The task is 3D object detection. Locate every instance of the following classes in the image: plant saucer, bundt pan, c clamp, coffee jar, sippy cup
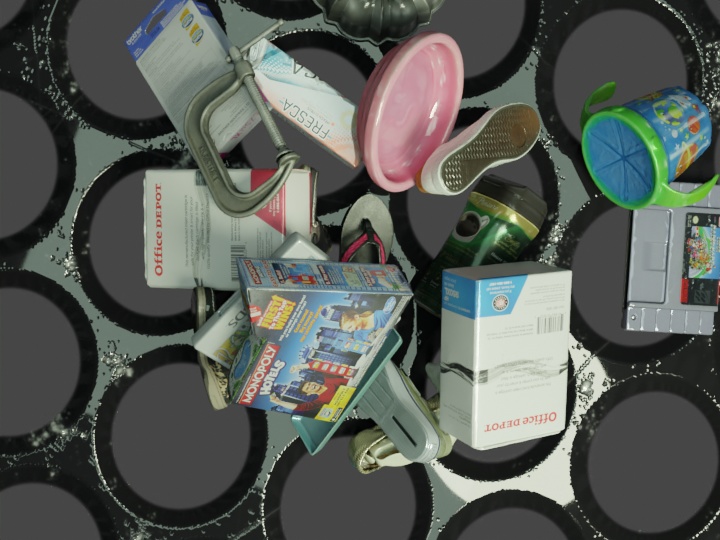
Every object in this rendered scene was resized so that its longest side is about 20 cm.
[{"bbox_3d":[0.057,-0.202,1.192,0.050,0.200,0.204,25,90,28],"label":"plant saucer"},{"bbox_3d":[0.025,-0.399,1.225,0.197,0.076,0.207,0,93,-3],"label":"bundt pan"},{"bbox_3d":[-0.132,-0.172,1.118,0.169,0.027,0.203,-27,73,16],"label":"c clamp"},{"bbox_3d":[0.156,-0.023,1.232,0.085,0.104,0.202,30,91,-32],"label":"coffee jar"},{"bbox_3d":[0.376,-0.168,1.227,0.129,0.139,0.180,-30,97,-22],"label":"sippy cup"},{"bbox_3d":[-0.017,0.143,1.233,0.019,0.070,0.201,20,112,-44],"label":"plant saucer"}]

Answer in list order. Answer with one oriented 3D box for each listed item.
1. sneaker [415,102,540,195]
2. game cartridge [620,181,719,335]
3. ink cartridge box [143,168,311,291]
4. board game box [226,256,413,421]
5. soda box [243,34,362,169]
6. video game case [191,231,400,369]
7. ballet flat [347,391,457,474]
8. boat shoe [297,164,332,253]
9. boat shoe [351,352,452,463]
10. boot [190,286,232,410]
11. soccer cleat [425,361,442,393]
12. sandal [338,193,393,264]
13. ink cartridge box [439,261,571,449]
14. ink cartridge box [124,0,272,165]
[{"bbox_3d":[0.148,-0.161,1.244,0.198,0.084,0.074,-32,105,-28],"label":"sneaker"},{"bbox_3d":[0.423,-0.018,1.286,0.126,0.038,0.205,3,92,1],"label":"game cartridge"},{"bbox_3d":[-0.165,-0.052,1.186,0.196,0.084,0.148,2,95,21],"label":"ink cartridge box"},{"bbox_3d":[-0.072,0.066,1.090,0.197,0.062,0.202,17,116,-32],"label":"board game box"},{"bbox_3d":[-0.068,-0.215,1.233,0.198,0.064,0.069,35,90,-5],"label":"soda box"},{"bbox_3d":[-0.073,0.069,1.147,0.182,0.023,0.199,-44,130,11],"label":"video game case"},{"bbox_3d":[0.079,0.217,1.252,0.197,0.076,0.069,-24,116,-3],"label":"ballet flat"},{"bbox_3d":[-0.069,-0.033,1.239,0.063,0.072,0.205,7,95,-10],"label":"boat shoe"},{"bbox_3d":[0.044,0.169,1.226,0.072,0.062,0.201,-49,52,18],"label":"boat shoe"},{"bbox_3d":[-0.133,0.090,1.203,0.147,0.074,0.203,-10,130,-7],"label":"boot"},{"bbox_3d":[0.169,0.092,1.259,0.199,0.086,0.071,-36,129,-21],"label":"soccer cleat"},{"bbox_3d":[0.000,0.000,1.242,0.074,0.045,0.204,18,84,-17],"label":"sandal"},{"bbox_3d":[0.175,0.099,1.159,0.142,0.084,0.205,-4,101,-28],"label":"ink cartridge box"},{"bbox_3d":[-0.206,-0.246,1.197,0.119,0.042,0.202,-39,79,25],"label":"ink cartridge box"}]
